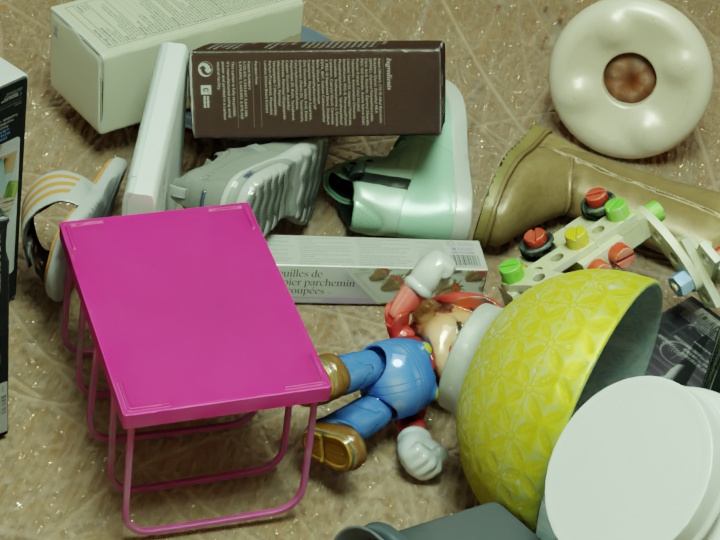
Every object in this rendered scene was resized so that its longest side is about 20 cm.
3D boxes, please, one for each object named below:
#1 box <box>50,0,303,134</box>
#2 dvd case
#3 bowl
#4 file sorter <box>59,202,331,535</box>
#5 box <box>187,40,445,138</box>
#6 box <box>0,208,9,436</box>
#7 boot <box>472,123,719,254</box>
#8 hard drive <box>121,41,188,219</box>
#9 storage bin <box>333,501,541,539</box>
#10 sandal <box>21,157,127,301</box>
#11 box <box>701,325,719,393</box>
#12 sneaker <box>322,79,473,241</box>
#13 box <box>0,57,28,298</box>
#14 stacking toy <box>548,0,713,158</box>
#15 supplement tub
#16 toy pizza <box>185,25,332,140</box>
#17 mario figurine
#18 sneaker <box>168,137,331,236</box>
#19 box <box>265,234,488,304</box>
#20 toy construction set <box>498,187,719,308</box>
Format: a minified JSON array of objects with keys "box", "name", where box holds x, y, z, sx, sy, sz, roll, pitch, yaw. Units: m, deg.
[{"box":[-0.156,-0.193,1.637,0.199,0.078,0.095,-19,44,-30],"name":"box"},{"box":[0.245,0.100,1.476,0.199,0.016,0.149,-25,52,-38],"name":"dvd case"},{"box":[0.117,0.080,1.324,0.107,0.201,0.200,24,40,18],"name":"bowl"},{"box":[-0.122,0.068,1.336,0.138,0.126,0.200,-6,41,-19],"name":"file sorter"},{"box":[-0.031,-0.146,1.549,0.198,0.076,0.100,-2,10,5],"name":"box"},{"box":[-0.306,-0.010,1.327,0.049,0.199,0.200,-20,47,-33],"name":"box"},{"box":[0.210,-0.046,1.608,0.199,0.066,0.175,23,40,12],"name":"boot"},{"box":[-0.159,-0.066,1.485,0.026,0.133,0.201,7,39,-1],"name":"hard drive"},{"box":[0.086,0.227,1.196,0.200,0.146,0.134,38,35,29],"name":"storage bin"},{"box":[-0.226,-0.040,1.464,0.059,0.080,0.207,20,19,-3],"name":"sandal"},{"box":[0.300,0.061,1.396,0.086,0.164,0.200,19,38,8],"name":"box"},{"box":[0.028,-0.101,1.622,0.117,0.074,0.201,5,39,-8],"name":"sneaker"},{"box":[-0.305,-0.073,1.405,0.116,0.201,0.060,31,41,26],"name":"box"},{"box":[0.255,-0.196,1.779,0.145,0.147,0.200,17,22,7],"name":"stacking toy"},{"box":[0.223,0.161,1.229,0.200,0.145,0.146,32,22,-41],"name":"supplement tub"},{"box":[-0.100,-0.164,1.700,0.199,0.032,0.201,4,37,-3],"name":"toy pizza"},{"box":[0.047,0.067,1.383,0.106,0.124,0.200,35,40,25],"name":"mario figurine"},{"box":[-0.082,-0.078,1.529,0.082,0.075,0.200,19,14,16],"name":"sneaker"},{"box":[0.000,0.000,1.519,0.199,0.039,0.042,1,38,-13],"name":"box"},{"box":[0.191,0.003,1.496,0.199,0.093,0.131,-19,29,-22],"name":"toy construction set"}]
